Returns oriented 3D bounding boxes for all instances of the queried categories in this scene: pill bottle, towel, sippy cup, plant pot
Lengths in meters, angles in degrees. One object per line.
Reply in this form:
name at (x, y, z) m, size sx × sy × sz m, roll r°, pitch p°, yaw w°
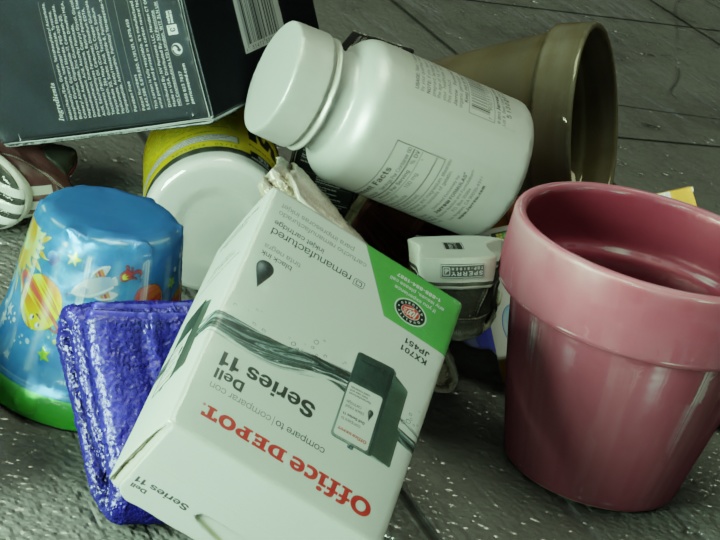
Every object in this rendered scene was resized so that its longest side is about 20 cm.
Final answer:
pill bottle at (0.020, -0.110, 1.420) m, size 0.200 × 0.114 × 0.114 m, roll 21°, pitch 18°, yaw -23°
towel at (0.000, 0.000, 1.359) m, size 0.200 × 0.034 × 0.133 m, roll 49°, pitch 5°, yaw -6°
towel at (-0.081, 0.079, 1.172) m, size 0.200 × 0.050 × 0.148 m, roll -3°, pitch 64°, yaw -33°
sippy cup at (-0.175, 0.019, 1.241) m, size 0.178 × 0.130 × 0.140 m, roll -7°, pitch 30°, yaw -41°
plant pot at (0.135, -0.130, 1.745) m, size 0.173 × 0.200 × 0.200 m, roll 3°, pitch 18°, yaw 20°
pill bottle at (-0.119, -0.072, 1.513) m, size 0.114 × 0.114 × 0.200 m, roll 10°, pitch 23°, yaw -11°
plant pot at (0.181, 0.057, 1.297) m, size 0.200 × 0.179 × 0.200 m, roll 11°, pitch 22°, yaw -5°

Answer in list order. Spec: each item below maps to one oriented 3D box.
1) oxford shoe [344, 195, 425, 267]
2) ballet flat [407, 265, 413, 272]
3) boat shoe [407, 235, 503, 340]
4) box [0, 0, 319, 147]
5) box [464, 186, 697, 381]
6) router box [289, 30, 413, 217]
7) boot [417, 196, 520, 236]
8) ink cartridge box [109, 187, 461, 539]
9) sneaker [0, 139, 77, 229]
oxford shoe at (0.026, -0.058, 1.522) m, size 0.070 × 0.075 × 0.200 m, roll 47°, pitch 55°, yaw -13°
ballet flat at (0.091, 0.003, 1.526) m, size 0.069 × 0.063 × 0.200 m, roll 21°, pitch 23°, yaw 23°
boat shoe at (0.067, 0.011, 1.352) m, size 0.071 × 0.064 × 0.200 m, roll 1°, pitch 7°, yaw 5°
box at (-0.165, -0.187, 1.493) m, size 0.196 × 0.124 × 0.200 m, roll -6°, pitch 16°, yaw 28°
box at (0.170, 0.012, 1.439) m, size 0.200 × 0.041 × 0.119 m, roll -13°, pitch 56°, yaw 6°
router box at (-0.014, -0.107, 1.612) m, size 0.062 × 0.150 × 0.200 m, roll 16°, pitch 22°, yaw 4°
boot at (0.128, -0.028, 1.624) m, size 0.200 × 0.069 × 0.188 m, roll -1°, pitch -7°, yaw 17°
ink cartridge box at (-0.039, 0.072, 1.111) m, size 0.147 × 0.083 × 0.200 m, roll 32°, pitch 46°, yaw -12°
sneaker at (-0.304, -0.097, 1.537) m, size 0.200 × 0.076 × 0.115 m, roll 41°, pitch 28°, yaw 30°
